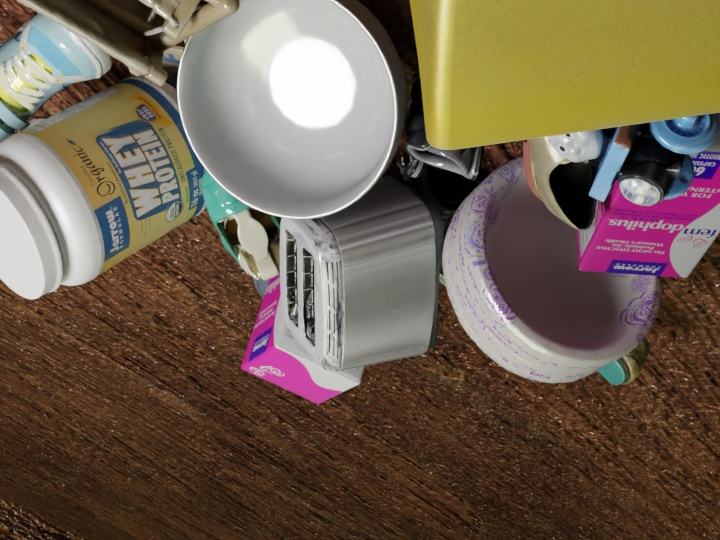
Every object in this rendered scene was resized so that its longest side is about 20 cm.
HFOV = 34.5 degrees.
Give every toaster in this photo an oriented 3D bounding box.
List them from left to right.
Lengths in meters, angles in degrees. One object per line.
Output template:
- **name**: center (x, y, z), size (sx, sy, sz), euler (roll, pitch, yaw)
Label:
- **toaster**: center (0.000, 0.000, 1.082), size (0.114, 0.128, 0.202), euler (43, 141, 46)

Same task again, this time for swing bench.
- **swing bench**: center (-0.200, -0.249, 0.867), size (0.198, 0.131, 0.199), euler (27, 152, -23)

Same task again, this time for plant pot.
- **plant pot**: center (0.122, -0.212, 0.668), size (0.197, 0.201, 0.178), euler (-7, 133, 4)

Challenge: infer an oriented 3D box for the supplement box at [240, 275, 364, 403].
- **supplement box**: center (-0.037, 0.022, 1.216), size (0.102, 0.202, 0.101), euler (25, 152, -19)

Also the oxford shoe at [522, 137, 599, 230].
- **oxford shoe**: center (0.151, -0.120, 0.862), size (0.070, 0.075, 0.201), euler (-23, 128, 0)

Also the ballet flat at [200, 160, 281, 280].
- **ballet flat**: center (-0.102, -0.030, 1.103), size (0.067, 0.071, 0.200), euler (-19, 152, 3)

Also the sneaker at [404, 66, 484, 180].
- **sneaker**: center (0.099, -0.140, 0.927), size (0.075, 0.115, 0.200), euler (26, 152, -21)

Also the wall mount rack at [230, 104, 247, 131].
- **wall mount rack**: center (-0.094, -0.106, 1.129), size (0.198, 0.075, 0.173), euler (26, 154, -19)

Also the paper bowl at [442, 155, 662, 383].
- **paper bowl**: center (0.168, 0.003, 1.066), size (0.199, 0.203, 0.104), euler (22, 152, -13)

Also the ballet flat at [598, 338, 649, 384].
- **ballet flat**: center (0.228, 0.032, 1.228), size (0.200, 0.071, 0.071), euler (47, 153, 6)

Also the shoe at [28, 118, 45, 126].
- **shoe**: center (-0.283, -0.106, 1.227), size (0.197, 0.092, 0.072), euler (5, 152, 20)

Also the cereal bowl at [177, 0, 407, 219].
- **cereal bowl**: center (-0.049, -0.150, 0.976), size (0.198, 0.083, 0.203), euler (9, 117, 18)

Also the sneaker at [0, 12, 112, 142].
- **sneaker**: center (-0.295, -0.163, 1.018), size (0.080, 0.131, 0.199), euler (47, 164, -19)

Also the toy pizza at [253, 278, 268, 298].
- **toy pizza**: center (-0.033, 0.025, 1.411), size (0.198, 0.032, 0.201), euler (13, 154, 6)

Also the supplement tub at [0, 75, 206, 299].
- **supplement tub**: center (-0.244, -0.076, 1.053), size (0.144, 0.199, 0.146), euler (29, 138, 30)

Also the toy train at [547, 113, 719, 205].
- **toy train**: center (0.196, -0.138, 0.794), size (0.113, 0.201, 0.087), euler (23, 156, 9)

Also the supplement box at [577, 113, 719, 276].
- **supplement box**: center (0.244, -0.085, 0.938), size (0.100, 0.105, 0.201), euler (3, 155, -2)

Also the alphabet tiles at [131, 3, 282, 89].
- **alphabet tiles**: center (-0.143, -0.185, 1.095), size (0.165, 0.008, 0.201), euler (11, 153, 8)

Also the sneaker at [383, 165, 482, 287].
- **sneaker**: center (0.105, -0.038, 1.150), size (0.199, 0.071, 0.099), euler (38, 151, -17)
